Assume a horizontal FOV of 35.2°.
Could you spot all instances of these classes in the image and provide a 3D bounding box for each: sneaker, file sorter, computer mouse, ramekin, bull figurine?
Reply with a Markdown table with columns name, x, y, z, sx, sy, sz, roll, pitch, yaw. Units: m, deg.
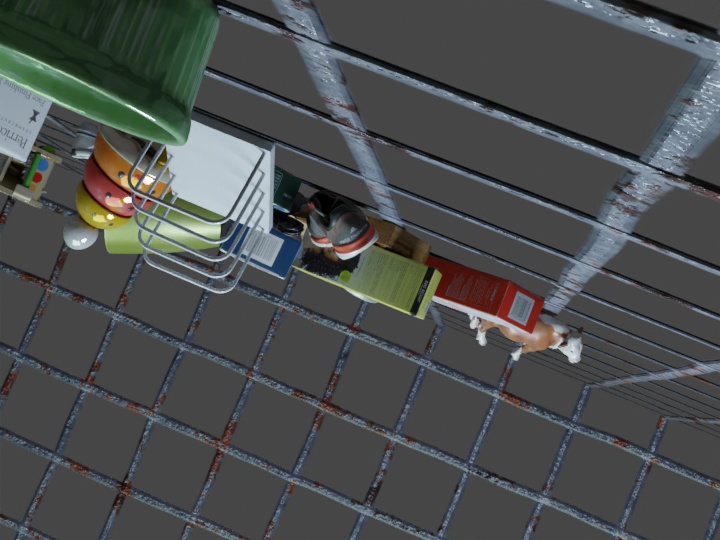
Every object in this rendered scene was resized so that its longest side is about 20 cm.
| name | x | y | z | sx | sy | sz | roll | pitch | yaw |
| --- | --- | --- | --- | --- | --- | --- | --- | --- | --- |
| sneaker | -0.035 | -0.078 | 1.507 | 0.082 | 0.077 | 0.200 | 58 | 169 | -20 |
| file sorter | -0.193 | -0.079 | 1.364 | 0.139 | 0.125 | 0.200 | 23 | 154 | 6 |
| computer mouse | -0.104 | -0.076 | 1.571 | 0.059 | 0.034 | 0.200 | 11 | -162 | -9 |
| ramekin | -0.195 | -0.171 | 0.782 | 0.200 | 0.098 | 0.200 | 23 | 176 | 2 |
| sneaker | -0.400 | -0.184 | 1.950 | 0.200 | 0.071 | 0.073 | 23 | 176 | -8 |
| bull figurine | 0.271 | 0.097 | 1.876 | 0.200 | 0.065 | 0.121 | 31 | 142 | -8 |

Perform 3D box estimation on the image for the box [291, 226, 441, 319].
| name | x | y | z | sx | sy | sz | roll | pitch | yaw |
| --- | --- | --- | --- | --- | --- | --- | --- | --- | --- |
| box | 0.008 | -0.001 | 1.596 | 0.200 | 0.075 | 0.050 | 20 | 176 | 16 |

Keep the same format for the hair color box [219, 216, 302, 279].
| name | x | y | z | sx | sy | sz | roll | pitch | yaw |
| --- | --- | --- | --- | --- | --- | --- | --- | --- | --- |
| hair color box | -0.142 | -0.052 | 1.601 | 0.100 | 0.061 | 0.200 | 26 | -172 | -10 |

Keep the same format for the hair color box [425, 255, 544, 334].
| name | x | y | z | sx | sy | sz | roll | pitch | yaw |
| --- | --- | --- | --- | --- | --- | --- | --- | --- | --- |
| hair color box | 0.169 | 0.033 | 1.728 | 0.200 | 0.061 | 0.101 | 18 | 174 | 44 |

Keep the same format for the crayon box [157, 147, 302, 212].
| name | x | y | z | sx | sy | sz | roll | pitch | yaw |
| --- | --- | --- | --- | --- | --- | --- | --- | --- | --- |
| crayon box | -0.186 | -0.137 | 1.536 | 0.126 | 0.052 | 0.200 | 26 | 175 | -38 |

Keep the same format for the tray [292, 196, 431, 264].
| name | x | y | z | sx | sy | sz | roll | pitch | yaw |
| --- | --- | --- | --- | --- | --- | --- | --- | --- | --- |
| tray | -0.003 | -0.059 | 1.661 | 0.200 | 0.037 | 0.099 | 20 | 175 | 41 |

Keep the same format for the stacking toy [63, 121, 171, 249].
| name | x | y | z | sx | sy | sz | roll | pitch | yaw |
| --- | --- | --- | --- | --- | --- | --- | --- | --- | --- |
| stacking toy | -0.355 | -0.107 | 1.619 | 0.146 | 0.200 | 0.146 | 35 | -164 | -12 |

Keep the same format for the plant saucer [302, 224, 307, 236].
| name | x | y | z | sx | sy | sz | roll | pitch | yaw |
| --- | --- | --- | --- | --- | --- | --- | --- | --- | --- |
| plant saucer | -0.132 | -0.087 | 2.003 | 0.200 | 0.035 | 0.200 | 23 | 176 | 2 |

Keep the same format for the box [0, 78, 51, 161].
| name | x | y | z | sx | sy | sz | roll | pitch | yaw |
| --- | --- | --- | --- | --- | --- | --- | --- | --- | --- |
| box | -0.496 | -0.239 | 1.331 | 0.200 | 0.131 | 0.199 | 20 | 176 | 33 |

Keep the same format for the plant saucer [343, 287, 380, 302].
| name | x | y | z | sx | sy | sz | roll | pitch | yaw |
| --- | --- | --- | --- | --- | --- | --- | --- | --- | --- |
| plant saucer | 0.000 | 0.000 | 1.799 | 0.200 | 0.050 | 0.200 | 33 | -164 | -11 |

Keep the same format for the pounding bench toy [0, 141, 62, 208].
| name | x | y | z | sx | sy | sz | roll | pitch | yaw |
| --- | --- | --- | --- | --- | --- | --- | --- | --- | --- |
| pounding bench toy | -0.834 | -0.253 | 2.854 | 0.124 | 0.156 | 0.200 | 26 | 175 | -28 |

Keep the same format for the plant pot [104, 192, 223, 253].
| name | x | y | z | sx | sy | sz | roll | pitch | yaw |
| --- | --- | --- | --- | --- | --- | --- | --- | --- | --- |
| plant pot | -0.284 | -0.106 | 1.793 | 0.200 | 0.187 | 0.187 | 8 | 176 | -1 |
